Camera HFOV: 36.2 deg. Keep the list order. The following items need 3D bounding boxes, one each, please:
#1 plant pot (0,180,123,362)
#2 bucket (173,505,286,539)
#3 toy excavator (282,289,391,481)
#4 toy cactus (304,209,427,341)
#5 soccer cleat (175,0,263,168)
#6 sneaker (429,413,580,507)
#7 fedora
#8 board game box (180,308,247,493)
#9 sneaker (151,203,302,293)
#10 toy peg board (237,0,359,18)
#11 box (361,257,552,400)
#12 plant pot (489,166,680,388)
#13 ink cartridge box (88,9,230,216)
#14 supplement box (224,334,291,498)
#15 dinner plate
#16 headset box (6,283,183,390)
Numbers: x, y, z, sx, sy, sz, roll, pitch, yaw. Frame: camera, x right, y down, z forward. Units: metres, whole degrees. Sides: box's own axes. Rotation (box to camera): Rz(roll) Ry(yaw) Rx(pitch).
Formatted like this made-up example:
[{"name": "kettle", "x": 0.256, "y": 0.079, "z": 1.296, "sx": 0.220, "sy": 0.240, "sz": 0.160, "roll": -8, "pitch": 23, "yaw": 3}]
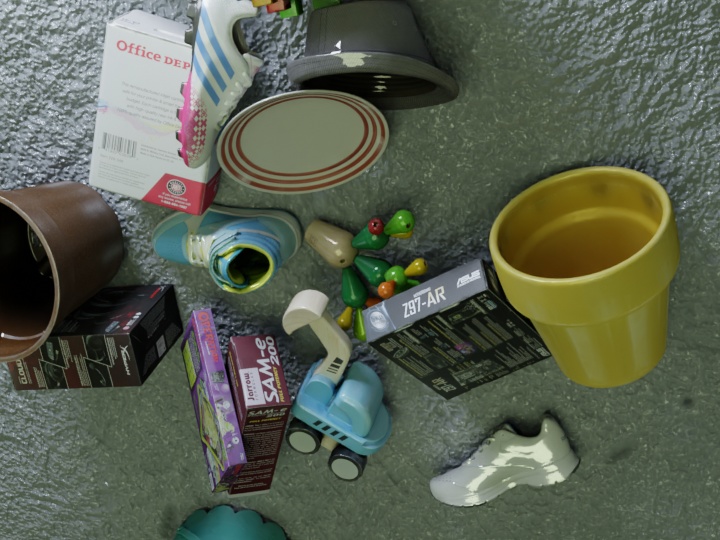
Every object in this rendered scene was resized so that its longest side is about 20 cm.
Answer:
[{"name": "plant pot", "x": -0.400, "y": -0.019, "z": 1.341, "sx": 0.197, "sy": 0.198, "sz": 0.204, "roll": 5, "pitch": 108, "yaw": 16}, {"name": "bucket", "x": -0.190, "y": 0.449, "z": 1.539, "sx": 0.203, "sy": 0.135, "sz": 0.211, "roll": 5, "pitch": 115, "yaw": 10}, {"name": "toy excavator", "x": -0.030, "y": 0.134, "z": 1.359, "sx": 0.193, "sy": 0.100, "sz": 0.201, "roll": 31, "pitch": 130, "yaw": -3}, {"name": "toy cactus", "x": 0.000, "y": 0.000, "z": 1.321, "sx": 0.164, "sy": 0.102, "sz": 0.202, "roll": 32, "pitch": 140, "yaw": 17}, {"name": "soccer cleat", "x": -0.151, "y": -0.201, "z": 1.193, "sx": 0.085, "sy": 0.070, "sz": 0.203, "roll": 8, "pitch": 117, "yaw": -3}, {"name": "sneaker", "x": 0.177, "y": 0.242, "z": 1.405, "sx": 0.197, "sy": 0.075, "sz": 0.088, "roll": -21, "pitch": 95, "yaw": 14}, {"name": "fedora", "x": 0.012, "y": -0.237, "z": 1.186, "sx": 0.175, "sy": 0.198, "sz": 0.092, "roll": -2, "pitch": 86, "yaw": 48}, {"name": "board game box", "x": -0.186, "y": 0.164, "z": 1.378, "sx": 0.032, "sy": 0.203, "sz": 0.120, "roll": -9, "pitch": 158, "yaw": -17}, {"name": "sneaker", "x": -0.179, "y": -0.024, "z": 1.332, "sx": 0.196, "sy": 0.131, "sz": 0.081, "roll": -3, "pitch": 114, "yaw": 15}, {"name": "toy peg board", "x": -0.036, "y": -0.313, "z": 1.128, "sx": 0.197, "sy": 0.199, "sz": 0.099, "roll": -8, "pitch": 108, "yaw": 16}, {"name": "box", "x": 0.120, "y": 0.074, "z": 1.288, "sx": 0.159, "sy": 0.044, "sz": 0.200, "roll": -26, "pitch": 143, "yaw": 23}, {"name": "plant pot", "x": 0.259, "y": 0.019, "z": 1.219, "sx": 0.197, "sy": 0.202, "sz": 0.191, "roll": -10, "pitch": 126, "yaw": 17}, {"name": "ink cartridge box", "x": -0.230, "y": -0.185, "z": 1.298, "sx": 0.145, "sy": 0.086, "sz": 0.203, "roll": 17, "pitch": 114, "yaw": 4}, {"name": "supplement box", "x": -0.139, "y": 0.186, "z": 1.388, "sx": 0.060, "sy": 0.110, "sz": 0.202, "roll": -4, "pitch": 140, "yaw": -18}, {"name": "dinner plate", "x": -0.066, "y": -0.149, "z": 1.251, "sx": 0.196, "sy": 0.025, "sz": 0.201, "roll": -6, "pitch": 153, "yaw": -3}, {"name": "headset box", "x": -0.348, "y": 0.084, "z": 1.411, "sx": 0.196, "sy": 0.149, "sz": 0.078, "roll": -2, "pitch": 113, "yaw": 15}]
